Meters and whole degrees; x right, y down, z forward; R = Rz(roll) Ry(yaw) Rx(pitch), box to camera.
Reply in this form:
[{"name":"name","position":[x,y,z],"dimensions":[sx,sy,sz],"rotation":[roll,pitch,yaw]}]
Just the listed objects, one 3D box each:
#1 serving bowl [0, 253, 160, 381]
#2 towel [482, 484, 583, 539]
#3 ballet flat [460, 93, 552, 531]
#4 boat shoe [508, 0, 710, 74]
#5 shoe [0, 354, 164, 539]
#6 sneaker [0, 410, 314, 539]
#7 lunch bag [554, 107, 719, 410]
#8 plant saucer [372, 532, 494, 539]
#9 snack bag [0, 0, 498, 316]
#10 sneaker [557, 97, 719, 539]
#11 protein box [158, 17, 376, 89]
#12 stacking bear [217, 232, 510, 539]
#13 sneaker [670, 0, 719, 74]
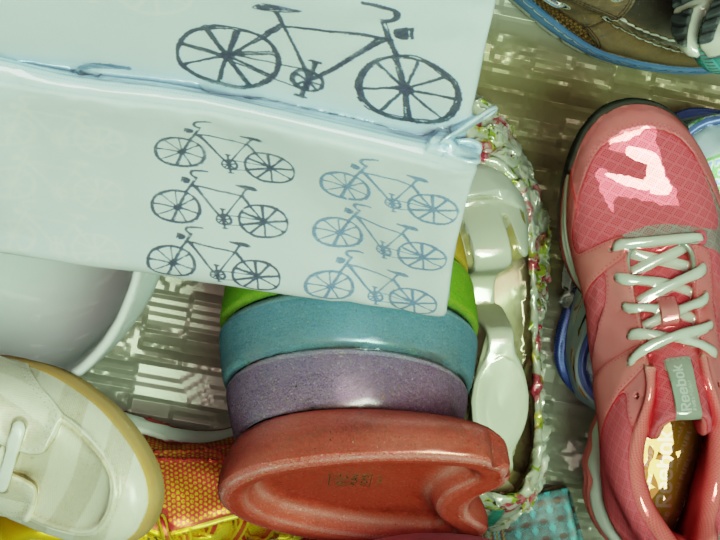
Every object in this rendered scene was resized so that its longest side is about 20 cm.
[{"name":"serving bowl","position":[-0.153,-0.049,0.931],"dimensions":[0.199,0.066,0.201],"rotation":[10,111,28]},{"name":"towel","position":[0.052,0.211,1.025],"dimensions":[0.146,0.022,0.201],"rotation":[-15,94,-8]},{"name":"ballet flat","position":[0.056,0.015,0.990],"dimensions":[0.075,0.064,0.201],"rotation":[-7,89,-8]},{"name":"boat shoe","position":[0.094,-0.141,0.991],"dimensions":[0.199,0.072,0.072],"rotation":[21,87,-9]},{"name":"shoe","position":[-0.169,0.060,0.905],"dimensions":[0.200,0.053,0.070],"rotation":[26,116,23]},{"name":"sneaker","position":[-0.067,0.103,0.969],"dimensions":[0.199,0.077,0.073],"rotation":[1,137,-1]},{"name":"lunch bag","position":[0.188,0.025,1.012],"dimensions":[0.199,0.076,0.161],"rotation":[24,94,-8]},{"name":"plant saucer","position":[0.027,0.179,0.945],"dimensions":[0.200,0.051,0.201],"rotation":[-2,131,-2]},{"name":"snack bag","position":[-0.047,-0.058,0.782],"dimensions":[0.188,0.200,0.021],"rotation":[10,52,-1]},{"name":"sneaker","position":[0.129,0.030,0.926],"dimensions":[0.073,0.087,0.201],"rotation":[-7,99,-5]},{"name":"protein box","position":[-0.001,-0.164,0.849],"dimensions":[0.198,0.200,0.135],"rotation":[-16,98,29]},{"name":"stacking bear","position":[0.000,0.000,0.925],"dimensions":[0.113,0.122,0.201],"rotation":[3,67,-3]},{"name":"sneaker","position":[0.208,-0.140,0.979],"dimensions":[0.200,0.077,0.080],"rotation":[-43,111,-35]}]
